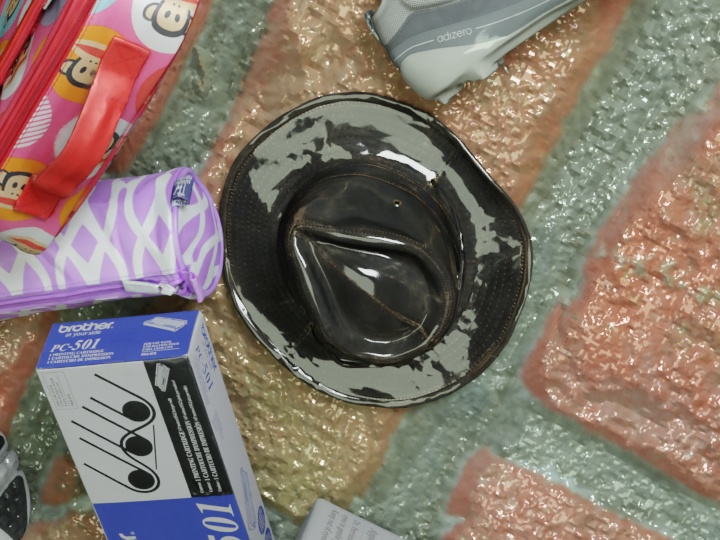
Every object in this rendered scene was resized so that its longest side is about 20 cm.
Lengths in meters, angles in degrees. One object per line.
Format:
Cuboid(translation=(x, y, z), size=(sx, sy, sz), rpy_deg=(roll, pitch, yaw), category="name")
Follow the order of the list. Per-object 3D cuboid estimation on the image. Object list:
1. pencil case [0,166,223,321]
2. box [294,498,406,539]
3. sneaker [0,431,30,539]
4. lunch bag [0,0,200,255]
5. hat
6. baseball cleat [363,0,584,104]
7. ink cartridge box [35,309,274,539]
Cuboid(translation=(-0.178, -0.006, 0.864), size=(0.199, 0.086, 0.084), rpy_deg=(-9, 147, 16), category="pencil case")
Cuboid(translation=(-0.006, 0.289, 0.859), size=(0.171, 0.199, 0.201), rpy_deg=(25, 110, 2), category="box")
Cuboid(translation=(-0.301, 0.114, 0.935), size=(0.200, 0.075, 0.081), rpy_deg=(43, 121, -1), category="sneaker")
Cuboid(translation=(-0.157, -0.109, 0.772), size=(0.082, 0.177, 0.200), rpy_deg=(23, 122, -27), category="lunch bag")
Cuboid(translation=(0.000, 0.000, 0.840), size=(0.199, 0.081, 0.202), rpy_deg=(3, 106, 10), category="hat")
Cuboid(translation=(0.090, -0.178, 0.781), size=(0.200, 0.070, 0.107), rpy_deg=(-36, 97, 16), category="baseball cleat")
Cuboid(translation=(-0.120, 0.117, 0.876), size=(0.093, 0.044, 0.201), rpy_deg=(-5, 127, 10), category="ink cartridge box")
